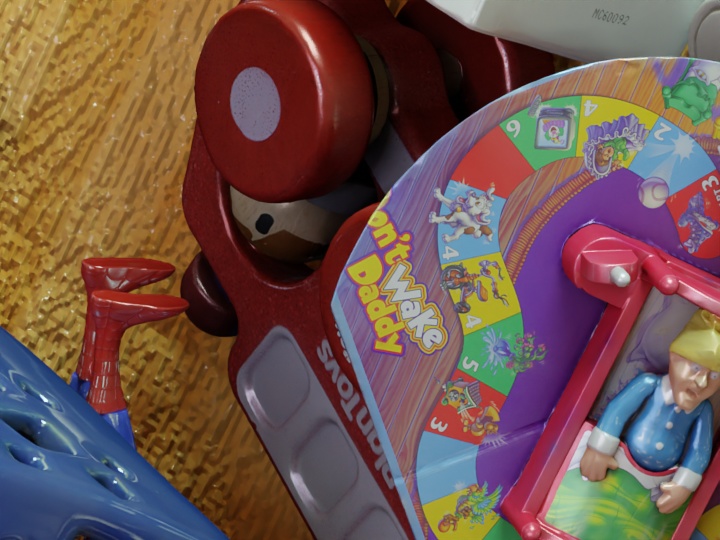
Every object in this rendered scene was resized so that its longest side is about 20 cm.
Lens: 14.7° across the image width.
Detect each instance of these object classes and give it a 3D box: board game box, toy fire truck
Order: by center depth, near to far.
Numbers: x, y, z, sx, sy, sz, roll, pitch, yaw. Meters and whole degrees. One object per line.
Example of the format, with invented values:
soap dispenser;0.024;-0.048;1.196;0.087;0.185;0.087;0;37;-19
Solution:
board game box;0.086;0.039;0.830;0.158;0.039;0.200;-21;106;-4
toy fire truck;0.000;0.000;0.943;0.200;0.112;0.168;58;133;21

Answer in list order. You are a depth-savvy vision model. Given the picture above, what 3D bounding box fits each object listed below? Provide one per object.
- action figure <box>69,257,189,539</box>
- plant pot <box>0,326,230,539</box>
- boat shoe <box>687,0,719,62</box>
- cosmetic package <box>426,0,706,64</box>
action figure;-0.086;0.099;1.004;0.065;0.052;0.200;-129;45;-65
plant pot;-0.189;0.094;0.884;0.200;0.180;0.200;-53;46;-2
boat shoe;0.179;-0.016;0.857;0.200;0.057;0.067;56;154;16
cosmetic package;0.021;-0.147;0.909;0.200;0.108;0.085;37;108;40
